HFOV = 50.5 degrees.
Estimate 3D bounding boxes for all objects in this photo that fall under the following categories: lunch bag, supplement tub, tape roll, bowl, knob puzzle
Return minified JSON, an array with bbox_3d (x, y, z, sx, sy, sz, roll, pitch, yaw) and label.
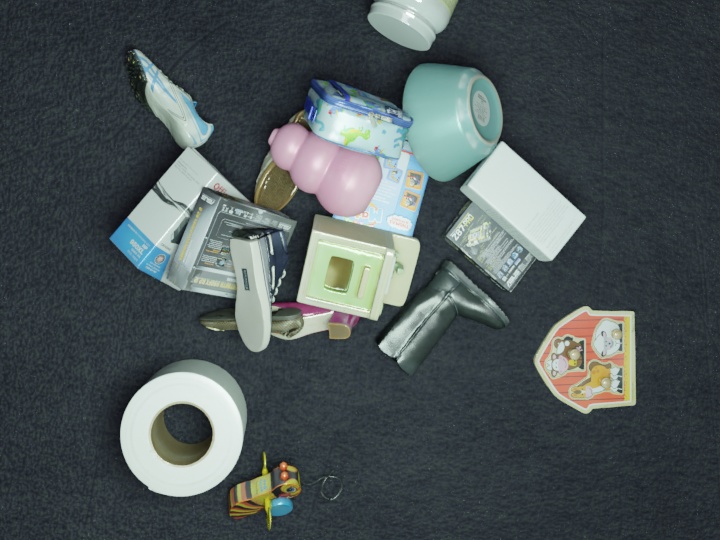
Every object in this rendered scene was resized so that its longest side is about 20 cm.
[{"bbox_3d":[-0.011,-0.247,1.231,0.158,0.200,0.084,14,108,-15],"label":"lunch bag"},{"bbox_3d":[0.107,-0.499,1.306,0.143,0.145,0.203,25,90,-6],"label":"supplement tub"},{"bbox_3d":[-0.295,0.262,1.298,0.198,0.139,0.207,0,92,-6],"label":"tape roll"},{"bbox_3d":[0.169,-0.259,1.289,0.104,0.199,0.205,-5,82,39],"label":"bowl"},{"bbox_3d":[0.422,0.168,1.424,0.215,0.030,0.225,0,93,-6],"label":"knob puzzle"}]

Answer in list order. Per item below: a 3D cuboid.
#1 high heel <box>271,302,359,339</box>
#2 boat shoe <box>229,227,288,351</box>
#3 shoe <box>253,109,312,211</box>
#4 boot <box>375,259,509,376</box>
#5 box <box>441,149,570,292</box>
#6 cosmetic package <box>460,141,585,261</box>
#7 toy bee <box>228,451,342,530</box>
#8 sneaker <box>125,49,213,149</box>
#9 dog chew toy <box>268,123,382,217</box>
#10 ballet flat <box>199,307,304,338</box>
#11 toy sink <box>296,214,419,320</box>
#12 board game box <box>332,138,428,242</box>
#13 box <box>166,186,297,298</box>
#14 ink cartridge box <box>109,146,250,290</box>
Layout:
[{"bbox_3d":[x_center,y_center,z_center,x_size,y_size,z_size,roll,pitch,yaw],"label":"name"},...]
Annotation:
[{"bbox_3d":[-0.097,0.072,1.366,0.196,0.096,0.069,1,120,15],"label":"high heel"},{"bbox_3d":[-0.154,0.025,1.248,0.074,0.092,0.204,11,111,37],"label":"boat shoe"},{"bbox_3d":[-0.131,-0.191,1.345,0.069,0.053,0.202,27,93,-29],"label":"shoe"},{"bbox_3d":[0.147,0.110,1.373,0.164,0.066,0.201,41,85,2],"label":"boot"},{"bbox_3d":[0.269,-0.089,1.389,0.160,0.049,0.201,38,88,-8],"label":"box"},{"bbox_3d":[0.282,-0.118,1.330,0.199,0.074,0.102,42,86,-3],"label":"cosmetic package"},{"bbox_3d":[-0.147,0.369,1.333,0.198,0.110,0.131,-31,51,-12],"label":"toy bee"},{"bbox_3d":[-0.331,-0.297,1.315,0.072,0.072,0.201,-38,89,-37],"label":"sneaker"},{"bbox_3d":[-0.063,-0.177,1.278,0.198,0.125,0.126,30,89,-5],"label":"dog chew toy"},{"bbox_3d":[-0.188,0.093,1.315,0.196,0.067,0.047,-2,108,18],"label":"ballet flat"},{"bbox_3d":[0.000,0.000,1.314,0.196,0.112,0.133,14,108,-6],"label":"toy sink"},{"bbox_3d":[0.043,-0.161,1.367,0.148,0.037,0.204,16,90,-6],"label":"board game box"},{"bbox_3d":[-0.208,-0.037,1.266,0.048,0.199,0.161,29,99,34],"label":"box"},{"bbox_3d":[-0.294,-0.084,1.272,0.084,0.145,0.201,39,88,23],"label":"ink cartridge box"}]
